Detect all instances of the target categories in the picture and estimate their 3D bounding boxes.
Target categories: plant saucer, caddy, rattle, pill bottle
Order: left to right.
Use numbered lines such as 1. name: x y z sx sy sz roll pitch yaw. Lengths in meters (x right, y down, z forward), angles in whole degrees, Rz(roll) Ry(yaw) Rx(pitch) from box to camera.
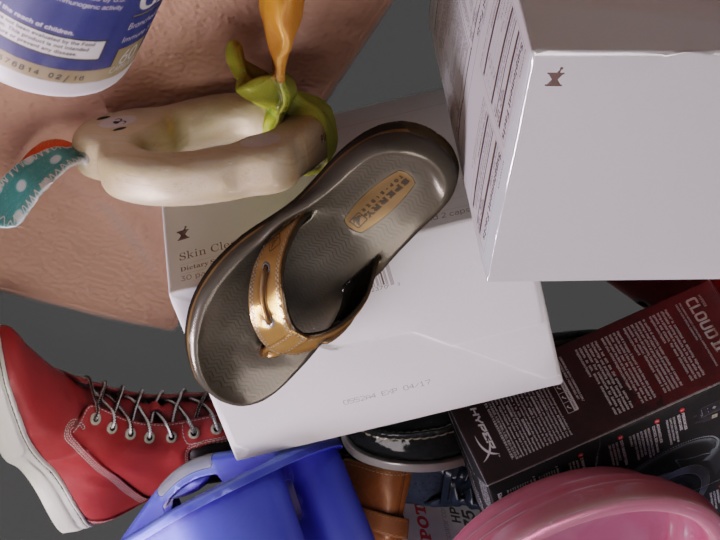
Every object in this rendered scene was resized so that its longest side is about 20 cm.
1. pill bottle: -0.127 -0.190 1.063 0.110 0.112 0.200 12 132 -22
2. rattle: -0.119 -0.102 1.190 0.199 0.130 0.143 3 130 24
3. caddy: -0.085 0.166 1.368 0.200 0.105 0.141 -32 171 36
4. plant saucer: 0.121 0.184 1.330 0.199 0.051 0.201 -15 140 -13

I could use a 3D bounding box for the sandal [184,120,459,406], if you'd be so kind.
1. sandal: -0.021 0.006 1.166 0.082 0.055 0.200 32 119 -30

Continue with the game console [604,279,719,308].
1. game console: 0.231 -0.044 1.350 0.200 0.119 0.173 32 91 -36

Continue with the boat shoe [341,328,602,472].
1. boat shoe: 0.084 0.075 1.409 0.199 0.076 0.061 -12 135 -17

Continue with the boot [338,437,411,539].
1. boot: -0.039 0.175 1.469 0.076 0.200 0.156 -3 104 -35

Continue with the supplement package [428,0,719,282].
1. supplement package: 0.128 -0.117 1.122 0.151 0.201 0.151 0 136 -9

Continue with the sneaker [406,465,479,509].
1. sneaker: 0.109 0.144 1.471 0.198 0.085 0.075 -4 136 -6

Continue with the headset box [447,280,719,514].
1. headset box: 0.166 0.104 1.365 0.199 0.077 0.149 -25 141 -3

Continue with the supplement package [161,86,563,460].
1. supplement package: 0.000 0.000 1.283 0.199 0.111 0.156 -14 136 3

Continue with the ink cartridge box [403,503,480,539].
1. ink cartridge box: 0.085 0.262 1.543 0.199 0.147 0.146 13 132 -23

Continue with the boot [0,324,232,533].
1. boot: -0.149 0.082 1.372 0.143 0.073 0.200 -17 144 6
